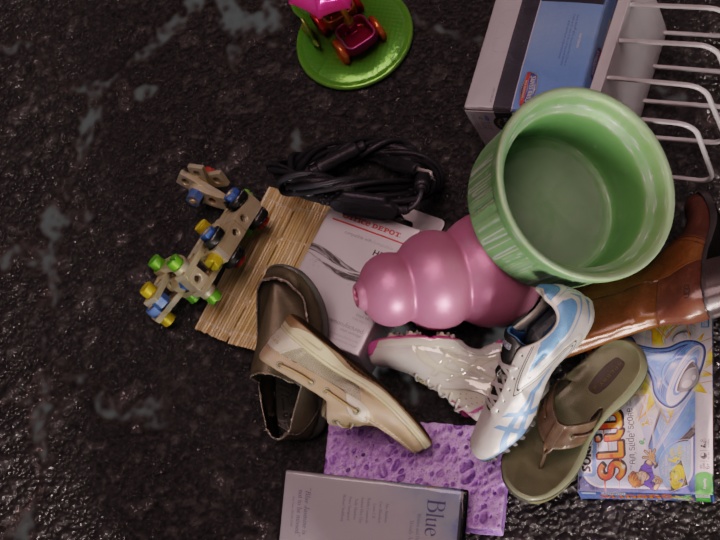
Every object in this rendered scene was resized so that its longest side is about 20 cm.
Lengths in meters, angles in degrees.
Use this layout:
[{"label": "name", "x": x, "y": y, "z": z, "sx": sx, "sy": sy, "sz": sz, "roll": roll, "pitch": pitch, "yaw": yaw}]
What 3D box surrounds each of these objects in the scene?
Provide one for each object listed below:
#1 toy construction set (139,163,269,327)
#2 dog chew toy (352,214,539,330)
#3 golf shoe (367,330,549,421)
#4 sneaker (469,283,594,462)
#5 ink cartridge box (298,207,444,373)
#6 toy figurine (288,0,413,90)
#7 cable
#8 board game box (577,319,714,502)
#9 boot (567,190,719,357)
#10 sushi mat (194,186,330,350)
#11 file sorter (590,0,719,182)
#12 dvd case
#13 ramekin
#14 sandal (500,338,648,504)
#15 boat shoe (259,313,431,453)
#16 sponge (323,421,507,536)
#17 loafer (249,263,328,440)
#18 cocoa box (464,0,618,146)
[{"label": "toy construction set", "x": -0.181, "y": -0.036, "z": 1.581, "sx": 0.131, "sy": 0.092, "sz": 0.200, "roll": -22, "pitch": 46, "yaw": 49}, {"label": "dog chew toy", "x": 0.090, "y": 0.009, "z": 1.437, "sx": 0.200, "sy": 0.125, "sz": 0.125, "roll": -12, "pitch": 62, "yaw": -14}, {"label": "golf shoe", "x": 0.103, "y": 0.114, "z": 1.436, "sx": 0.200, "sy": 0.075, "sz": 0.092, "roll": 6, "pitch": 79, "yaw": 10}, {"label": "sneaker", "x": 0.157, "y": 0.100, "z": 1.354, "sx": 0.200, "sy": 0.072, "sz": 0.072, "roll": -61, "pitch": 19, "yaw": 14}, {"label": "ink cartridge box", "x": 0.000, "y": 0.000, "z": 1.524, "sx": 0.116, "sy": 0.067, "sz": 0.200, "roll": 20, "pitch": 74, "yaw": 24}, {"label": "toy figurine", "x": -0.042, "y": -0.342, "z": 1.620, "sx": 0.150, "sy": 0.184, "sz": 0.200, "roll": -33, "pitch": 62, "yaw": 0}, {"label": "cable", "x": -0.008, "y": -0.116, "z": 1.544, "sx": 0.200, "sy": 0.051, "sz": 0.163, "roll": 7, "pitch": 31, "yaw": 13}, {"label": "board game box", "x": 0.295, "y": 0.136, "z": 1.399, "sx": 0.135, "sy": 0.034, "sz": 0.200, "roll": -2, "pitch": 67, "yaw": 16}, {"label": "boot", "x": 0.291, "y": 0.005, "z": 1.431, "sx": 0.200, "sy": 0.068, "sz": 0.188, "roll": -18, "pitch": 42, "yaw": 19}, {"label": "sushi mat", "x": -0.111, "y": -0.002, "z": 1.587, "sx": 0.096, "sy": 0.012, "sz": 0.200, "roll": 20, "pitch": 73, "yaw": 23}, {"label": "file sorter", "x": 0.338, "y": -0.211, "z": 1.469, "sx": 0.124, "sy": 0.139, "sz": 0.200, "roll": 10, "pitch": 70, "yaw": 29}, {"label": "dvd case", "x": 0.009, "y": 0.287, "z": 1.403, "sx": 0.200, "sy": 0.018, "sz": 0.143, "roll": 4, "pitch": 85, "yaw": 17}, {"label": "ramekin", "x": 0.206, "y": -0.075, "z": 1.372, "sx": 0.200, "sy": 0.098, "sz": 0.200, "roll": 5, "pitch": 75, "yaw": -20}, {"label": "sandal", "x": 0.210, "y": 0.143, "z": 1.368, "sx": 0.080, "sy": 0.057, "sz": 0.201, "roll": 34, "pitch": 80, "yaw": 26}, {"label": "boat shoe", "x": -0.015, "y": 0.130, "z": 1.408, "sx": 0.200, "sy": 0.072, "sz": 0.065, "roll": 40, "pitch": 91, "yaw": -7}, {"label": "sponge", "x": 0.057, "y": 0.216, "z": 1.436, "sx": 0.200, "sy": 0.030, "sz": 0.112, "roll": 2, "pitch": 68, "yaw": 16}, {"label": "loafer", "x": -0.078, "y": 0.093, "z": 1.450, "sx": 0.075, "sy": 0.070, "sz": 0.200, "roll": -1, "pitch": 103, "yaw": 30}, {"label": "cocoa box", "x": 0.217, "y": -0.229, "z": 1.519, "sx": 0.131, "sy": 0.133, "sz": 0.200, "roll": 7, "pitch": 68, "yaw": 26}]
